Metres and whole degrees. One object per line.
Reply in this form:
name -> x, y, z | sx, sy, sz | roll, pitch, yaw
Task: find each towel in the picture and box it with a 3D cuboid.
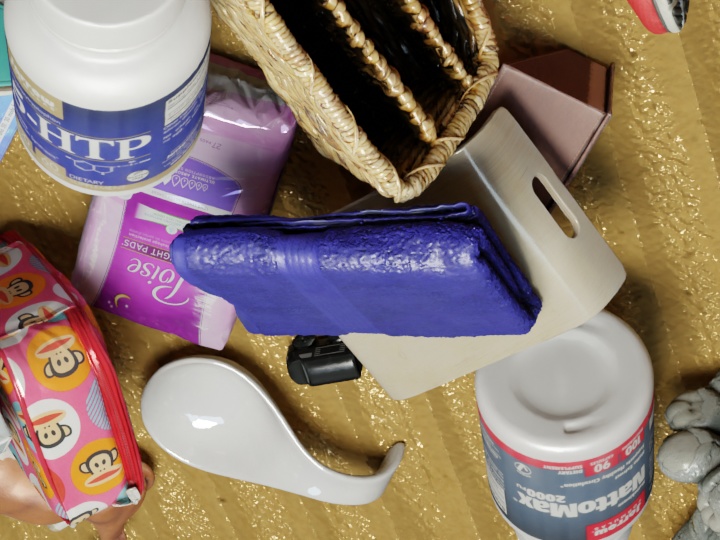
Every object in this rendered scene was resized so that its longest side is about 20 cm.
towel -> 0.000, 0.000, 1.220 | 0.199, 0.050, 0.148 | 0, 161, 20

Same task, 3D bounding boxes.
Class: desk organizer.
desk organizer -> 0.087, -0.058, 1.322 | 0.077, 0.072, 0.200 | 25, 122, -7

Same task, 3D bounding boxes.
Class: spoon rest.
spoon rest -> -0.066, 0.123, 1.463 | 0.199, 0.061, 0.100 | 21, 123, -8

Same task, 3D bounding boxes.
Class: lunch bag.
lunch bag -> -0.219, 0.084, 1.374 | 0.082, 0.200, 0.177 | -23, 123, -17

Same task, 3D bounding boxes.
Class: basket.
basket -> 0.001, -0.164, 1.191 | 0.143, 0.149, 0.200 | -39, 114, -6

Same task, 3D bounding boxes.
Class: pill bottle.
pill bottle -> -0.147, -0.134, 1.160 | 0.119, 0.120, 0.200 | 12, 158, -1
pill bottle -> 0.145, 0.124, 1.382 | 0.119, 0.120, 0.200 | -2, 145, 8

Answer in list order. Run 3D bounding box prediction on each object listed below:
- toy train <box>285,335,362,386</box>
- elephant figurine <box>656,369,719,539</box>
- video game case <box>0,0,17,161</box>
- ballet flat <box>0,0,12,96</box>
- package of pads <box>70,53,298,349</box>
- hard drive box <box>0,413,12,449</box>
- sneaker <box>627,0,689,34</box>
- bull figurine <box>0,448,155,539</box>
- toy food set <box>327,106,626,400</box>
toy train -> 0.041, 0.050, 1.411 | 0.199, 0.046, 0.034 | -12, 121, 14
elephant figurine -> 0.291, 0.171, 1.432 | 0.141, 0.155, 0.201 | -39, 134, -20
video game case -> -0.295, -0.159, 1.313 | 0.181, 0.046, 0.200 | 27, 122, -10
ballet flat -> -0.293, -0.144, 1.247 | 0.199, 0.070, 0.070 | 1, 128, -28
package of pads -> -0.118, -0.054, 1.344 | 0.120, 0.076, 0.201 | 19, 123, -2
hard drive box -> -0.302, 0.066, 1.331 | 0.077, 0.200, 0.156 | -27, 89, -14
sneaker -> 0.133, -0.226, 1.215 | 0.085, 0.077, 0.200 | -24, 111, 33
bull figurine -> -0.258, 0.163, 1.496 | 0.199, 0.065, 0.122 | 13, 131, -14
toy food set -> 0.051, -0.008, 1.291 | 0.199, 0.061, 0.144 | -26, 113, 33
